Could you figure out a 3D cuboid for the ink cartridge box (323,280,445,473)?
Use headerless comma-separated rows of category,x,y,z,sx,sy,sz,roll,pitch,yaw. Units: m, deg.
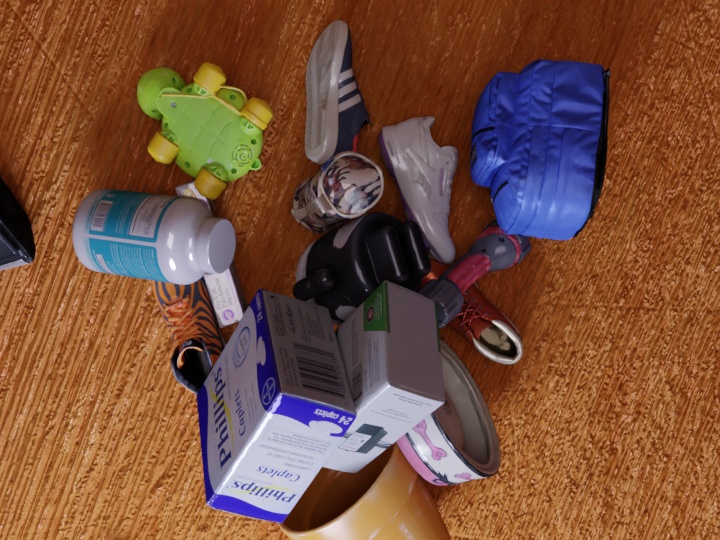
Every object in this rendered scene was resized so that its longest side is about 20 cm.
ink cartridge box,0.009,0.134,1.087,0.082,0.148,0.200,20,136,-25

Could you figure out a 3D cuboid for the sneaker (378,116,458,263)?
sneaker,0.097,-0.111,1.199,0.098,0.075,0.203,-21,90,0

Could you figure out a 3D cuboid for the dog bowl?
dog bowl,0.101,0.188,1.174,0.073,0.200,0.202,-31,94,21

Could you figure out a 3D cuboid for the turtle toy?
turtle toy,-0.210,-0.195,1.184,0.199,0.101,0.146,37,94,-2

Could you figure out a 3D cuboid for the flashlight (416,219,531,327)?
flashlight,0.147,0.002,1.161,0.068,0.200,0.068,37,139,16

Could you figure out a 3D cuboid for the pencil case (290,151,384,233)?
pencil case,-0.036,-0.095,1.147,0.088,0.200,0.079,-19,91,-15

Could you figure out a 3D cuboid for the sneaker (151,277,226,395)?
sneaker,-0.227,0.075,1.198,0.077,0.112,0.202,-27,94,3

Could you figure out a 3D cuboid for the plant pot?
plant pot,0.020,0.327,1.190,0.199,0.200,0.184,-37,109,3

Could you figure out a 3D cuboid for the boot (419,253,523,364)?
boot,0.140,0.051,1.201,0.199,0.107,0.075,39,96,-1

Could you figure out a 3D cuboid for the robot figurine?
robot figurine,0.001,0.001,1.156,0.149,0.199,0.126,31,58,-28

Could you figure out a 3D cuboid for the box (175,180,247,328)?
box,-0.201,-0.024,1.228,0.041,0.039,0.203,-16,94,4

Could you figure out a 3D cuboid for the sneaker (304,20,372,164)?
sneaker,-0.023,-0.230,1.200,0.084,0.075,0.203,14,75,-34

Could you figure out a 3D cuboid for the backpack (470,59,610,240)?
backpack,0.223,-0.142,1.145,0.165,0.163,0.203,3,77,3

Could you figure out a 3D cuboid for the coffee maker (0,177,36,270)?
coffee maker,-0.547,-0.043,1.152,0.198,0.192,0.136,-24,78,0

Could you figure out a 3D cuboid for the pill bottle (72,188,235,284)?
pill bottle,-0.263,-0.042,1.162,0.197,0.111,0.113,8,95,21

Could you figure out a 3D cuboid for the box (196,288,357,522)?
box,-0.109,0.162,1.084,0.104,0.185,0.201,18,121,-26
